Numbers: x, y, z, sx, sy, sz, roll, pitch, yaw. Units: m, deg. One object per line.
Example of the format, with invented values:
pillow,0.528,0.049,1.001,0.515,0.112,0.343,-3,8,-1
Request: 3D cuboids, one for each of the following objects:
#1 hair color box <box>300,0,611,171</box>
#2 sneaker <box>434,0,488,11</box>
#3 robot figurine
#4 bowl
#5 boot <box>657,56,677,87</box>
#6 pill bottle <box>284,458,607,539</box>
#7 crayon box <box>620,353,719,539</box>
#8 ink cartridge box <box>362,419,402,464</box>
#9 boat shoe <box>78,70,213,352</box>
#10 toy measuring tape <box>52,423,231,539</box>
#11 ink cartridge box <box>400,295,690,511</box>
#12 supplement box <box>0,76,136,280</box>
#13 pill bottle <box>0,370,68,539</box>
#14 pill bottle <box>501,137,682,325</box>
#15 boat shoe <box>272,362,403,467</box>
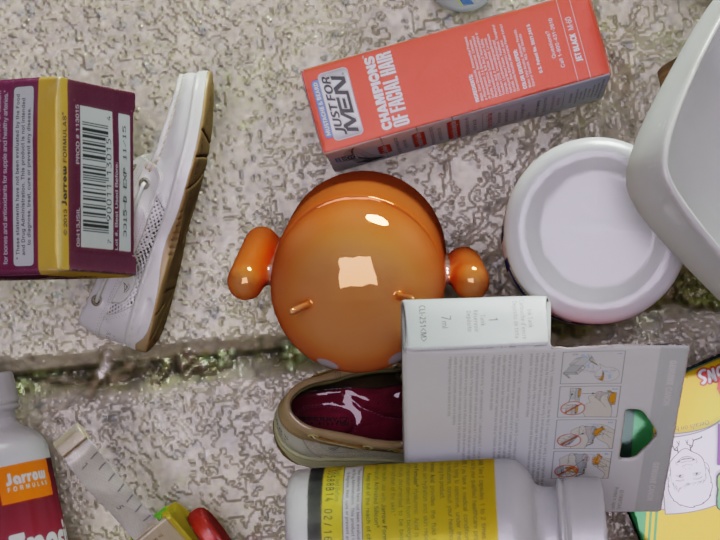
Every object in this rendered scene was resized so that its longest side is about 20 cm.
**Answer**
hair color box,0.065,-0.127,1.401,0.198,0.111,0.064,-16,86,2
sneaker,0.061,-0.283,1.410,0.075,0.105,0.202,-5,87,3
robot figurine,-0.002,0.001,1.352,0.144,0.200,0.117,37,102,-6
bowl,0.248,-0.058,1.243,0.200,0.074,0.201,42,57,-19
boot,0.274,-0.097,1.355,0.070,0.201,0.145,-10,77,-28
pill bottle,0.055,0.176,1.295,0.198,0.111,0.112,-4,87,4
crayon box,0.278,0.138,1.401,0.199,0.058,0.174,-24,86,3
ink cartridge box,0.061,0.197,1.430,0.159,0.047,0.201,19,72,5
boat shoe,-0.152,-0.048,1.430,0.069,0.071,0.202,15,90,4
toy measuring tape,-0.145,0.170,1.403,0.073,0.074,0.200,-37,115,1
ink cartridge box,0.112,0.089,1.308,0.172,0.201,0.044,-2,53,0
supplement box,-0.260,-0.057,1.393,0.198,0.103,0.132,-1,88,24
pill bottle,-0.260,0.176,1.406,0.112,0.113,0.202,-13,87,3
pill bottle,0.149,-0.022,1.346,0.115,0.200,0.117,0,89,3
boat shoe,0.039,0.096,1.402,0.198,0.066,0.075,-9,70,-5
